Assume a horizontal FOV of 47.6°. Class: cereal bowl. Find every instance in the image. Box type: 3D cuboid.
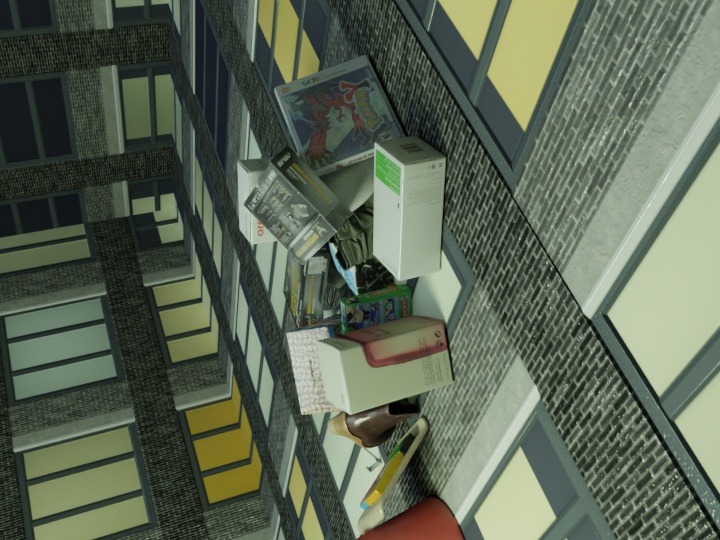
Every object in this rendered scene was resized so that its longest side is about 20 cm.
[{"bbox_3d":[-0.051,-0.194,1.453,0.083,0.200,0.201,40,-169,-42],"label":"cereal bowl"}]

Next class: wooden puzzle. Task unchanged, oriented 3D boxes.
[{"bbox_3d":[0.054,0.387,1.545,0.037,0.202,0.186,30,149,2],"label":"wooden puzzle"}]

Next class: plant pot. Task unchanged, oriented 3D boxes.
[{"bbox_3d":[0.086,0.543,1.507,0.200,0.174,0.205,168,90,-70],"label":"plant pot"}]

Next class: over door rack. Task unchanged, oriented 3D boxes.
[{"bbox_3d":[-0.005,0.326,1.786,0.149,0.066,0.202,62,176,40],"label":"over door rack"}]

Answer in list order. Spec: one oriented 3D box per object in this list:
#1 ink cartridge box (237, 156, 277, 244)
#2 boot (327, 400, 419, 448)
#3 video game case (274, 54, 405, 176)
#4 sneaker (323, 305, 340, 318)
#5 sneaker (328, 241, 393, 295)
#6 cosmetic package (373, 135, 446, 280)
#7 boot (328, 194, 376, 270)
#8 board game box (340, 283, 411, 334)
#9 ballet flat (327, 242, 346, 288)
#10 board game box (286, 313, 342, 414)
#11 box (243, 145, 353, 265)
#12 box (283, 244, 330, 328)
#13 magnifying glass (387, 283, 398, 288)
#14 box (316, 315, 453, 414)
[{"bbox_3d":[-0.138,-0.145,1.598,0.084,0.196,0.148,39,133,55],"label":"ink cartridge box"},{"bbox_3d":[0.051,0.295,1.587,0.164,0.198,0.074,-21,67,34],"label":"boot"},{"bbox_3d":[-0.038,-0.269,1.411,0.023,0.179,0.203,79,170,-62],"label":"video game case"},{"bbox_3d":[-0.075,0.149,1.755,0.074,0.199,0.118,-8,98,25],"label":"sneaker"},{"bbox_3d":[0.000,0.000,1.572,0.203,0.077,0.090,63,164,0],"label":"sneaker"},{"bbox_3d":[0.077,-0.101,1.323,0.108,0.083,0.204,-136,40,-53],"label":"cosmetic package"},{"bbox_3d":[-0.004,-0.109,1.473,0.068,0.128,0.205,137,120,-68],"label":"boot"},{"bbox_3d":[0.031,0.135,1.501,0.029,0.132,0.205,39,136,56],"label":"board game box"},{"bbox_3d":[-0.059,-0.065,1.766,0.069,0.068,0.205,158,97,-70],"label":"ballet flat"},{"bbox_3d":[-0.044,0.178,1.622,0.095,0.199,0.163,-9,92,28],"label":"board game box"},{"bbox_3d":[-0.112,-0.107,1.408,0.158,0.048,0.200,45,154,-3],"label":"box"},{"bbox_3d":[-0.115,0.007,1.715,0.159,0.047,0.204,-118,32,-51],"label":"box"},{"bbox_3d":[0.048,0.122,1.556,0.022,0.078,0.204,-133,47,-59],"label":"magnifying glass"},{"bbox_3d":[0.040,0.156,1.393,0.127,0.196,0.112,-174,73,-68],"label":"box"}]
